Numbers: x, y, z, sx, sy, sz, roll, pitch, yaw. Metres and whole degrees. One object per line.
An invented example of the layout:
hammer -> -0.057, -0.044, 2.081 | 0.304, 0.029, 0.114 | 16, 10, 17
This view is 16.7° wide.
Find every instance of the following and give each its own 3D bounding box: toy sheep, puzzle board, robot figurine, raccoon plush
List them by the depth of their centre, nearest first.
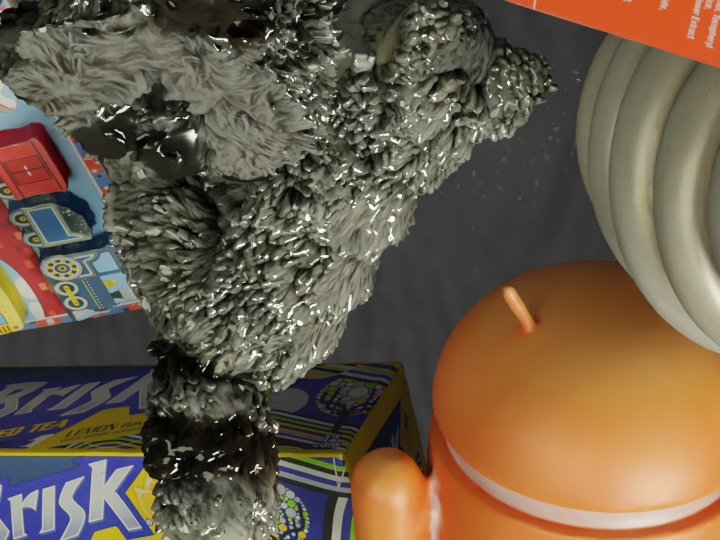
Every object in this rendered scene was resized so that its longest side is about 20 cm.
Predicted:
raccoon plush -> -0.028, -0.113, 0.704 | 0.096, 0.135, 0.200 | 25, 150, -23
toy sheep -> 0.131, -0.034, 0.727 | 0.137, 0.200, 0.139 | -5, 105, -21
raccoon plush -> 0.000, 0.000, 0.807 | 0.133, 0.097, 0.202 | -12, 86, 32
robot figurine -> 0.080, 0.082, 0.846 | 0.143, 0.117, 0.201 | 14, 125, 17
puzzle board -> -0.166, -0.031, 0.863 | 0.150, 0.018, 0.200 | -11, 142, 11

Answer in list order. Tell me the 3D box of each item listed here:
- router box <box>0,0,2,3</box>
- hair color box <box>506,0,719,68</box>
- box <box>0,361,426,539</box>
router box -> -0.171, -0.108, 0.694 | 0.149, 0.062, 0.201 | 23, 123, -15
hair color box -> 0.135, -0.094, 0.608 | 0.199, 0.111, 0.064 | 19, 135, 12
box -> -0.079, 0.078, 0.935 | 0.199, 0.070, 0.065 | -2, 117, 23
